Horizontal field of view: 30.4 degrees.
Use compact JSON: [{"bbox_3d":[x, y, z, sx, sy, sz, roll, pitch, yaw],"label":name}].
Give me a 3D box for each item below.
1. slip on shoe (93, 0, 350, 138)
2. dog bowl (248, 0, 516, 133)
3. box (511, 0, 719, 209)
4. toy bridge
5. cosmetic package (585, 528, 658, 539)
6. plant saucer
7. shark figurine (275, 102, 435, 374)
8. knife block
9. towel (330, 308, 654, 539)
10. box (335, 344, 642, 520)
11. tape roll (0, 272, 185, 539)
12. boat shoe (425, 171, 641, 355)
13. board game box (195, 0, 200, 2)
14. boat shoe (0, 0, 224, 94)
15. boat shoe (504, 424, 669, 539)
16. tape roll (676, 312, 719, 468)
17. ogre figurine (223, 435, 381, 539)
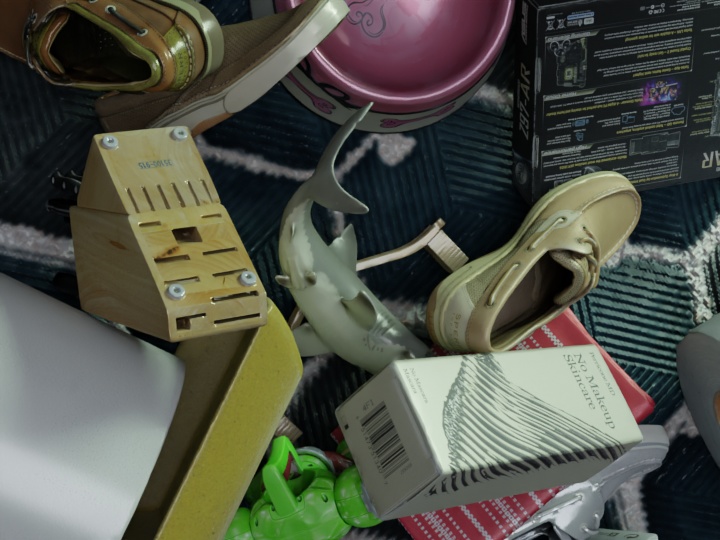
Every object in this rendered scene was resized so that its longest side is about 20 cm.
[{"bbox_3d":[-0.097,-0.135,0.881,0.199,0.076,0.061,-29,104,33],"label":"slip on shoe"},{"bbox_3d":[0.023,-0.199,0.937,0.199,0.074,0.202,-1,93,-11],"label":"dog bowl"},{"bbox_3d":[0.211,-0.137,0.957,0.199,0.044,0.161,-11,124,-10],"label":"box"},{"bbox_3d":[-0.009,0.034,0.968,0.067,0.027,0.200,44,85,-9],"label":"toy bridge"},{"bbox_3d":[0.139,0.263,0.940,0.199,0.071,0.102,-14,97,-46],"label":"cosmetic package"},{"bbox_3d":[-0.102,0.107,0.868,0.048,0.200,0.201,27,88,-16],"label":"plant saucer"},{"bbox_3d":[-0.017,-0.014,0.905,0.090,0.127,0.215,-63,145,-39],"label":"shark figurine"},{"bbox_3d":[-0.141,0.003,0.845,0.064,0.176,0.201,-10,56,-29],"label":"knife block"},{"bbox_3d":[0.096,0.109,0.964,0.200,0.023,0.145,-39,68,-7],"label":"towel"},{"bbox_3d":[0.087,0.101,0.855,0.199,0.068,0.082,-3,59,-43],"label":"box"},{"bbox_3d":[-0.216,0.119,0.844,0.139,0.203,0.204,27,88,-12],"label":"tape roll"},{"bbox_3d":[0.136,-0.001,0.916,0.200,0.064,0.072,-37,122,-26],"label":"boat shoe"},{"bbox_3d":[-0.132,-0.265,0.907,0.134,0.034,0.200,40,85,3],"label":"board game box"},{"bbox_3d":[-0.186,-0.156,0.847,0.068,0.199,0.072,-38,132,-48],"label":"boat shoe"},{"bbox_3d":[0.141,0.172,0.973,0.199,0.072,0.069,-17,66,-10],"label":"boat shoe"},{"bbox_3d":[0.311,0.117,0.950,0.066,0.200,0.201,-29,99,-8],"label":"tape roll"},{"bbox_3d":[-0.034,0.154,0.891,0.199,0.120,0.099,-2,99,12],"label":"ogre figurine"}]
